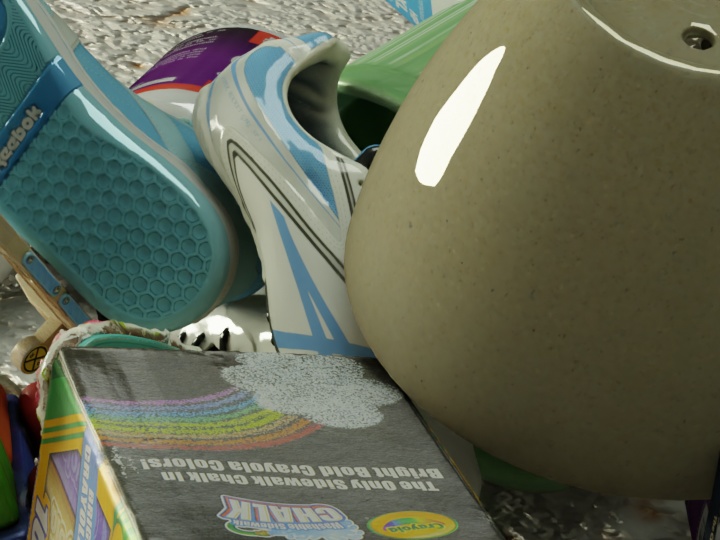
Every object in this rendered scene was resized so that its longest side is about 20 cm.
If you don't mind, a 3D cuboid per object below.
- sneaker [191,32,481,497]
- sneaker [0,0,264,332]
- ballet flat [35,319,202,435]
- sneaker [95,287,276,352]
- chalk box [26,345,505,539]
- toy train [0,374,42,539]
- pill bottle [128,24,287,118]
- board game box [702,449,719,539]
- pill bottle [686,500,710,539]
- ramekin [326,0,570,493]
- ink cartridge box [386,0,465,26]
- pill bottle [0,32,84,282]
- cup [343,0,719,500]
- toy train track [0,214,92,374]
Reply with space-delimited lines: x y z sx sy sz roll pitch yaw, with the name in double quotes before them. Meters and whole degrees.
"sneaker" 0.000 0.000 0.992 0.072 0.072 0.200 11 51 -62
"sneaker" -0.111 -0.054 1.077 0.200 0.080 0.131 49 15 12
"ballet flat" -0.054 0.073 0.986 0.200 0.076 0.064 29 -17 -37
"sneaker" -0.056 0.040 1.120 0.080 0.074 0.200 -7 11 -22
"chalk box" -0.030 0.121 0.844 0.124 0.124 0.200 3 22 -17
"toy train" -0.163 0.033 1.000 0.084 0.116 0.200 -18 24 -3
"pill bottle" -0.070 -0.056 1.307 0.112 0.113 0.200 12 21 8
"board game box" 0.207 0.131 0.894 0.199 0.136 0.035 4 22 -12
"pill bottle" 0.181 0.086 1.015 0.112 0.113 0.200 9 21 -1
"ramekin" 0.059 -0.016 1.101 0.098 0.200 0.200 -37 44 -28
"ink cartridge box" 0.120 -0.128 1.158 0.145 0.084 0.200 -41 69 -15
"pill bottle" -0.192 -0.064 1.275 0.114 0.115 0.200 10 20 4
"cup" 0.103 -0.043 0.899 0.200 0.143 0.201 6 44 -6
"toy train track" -0.123 0.025 1.042 0.115 0.033 0.200 36 -12 33
